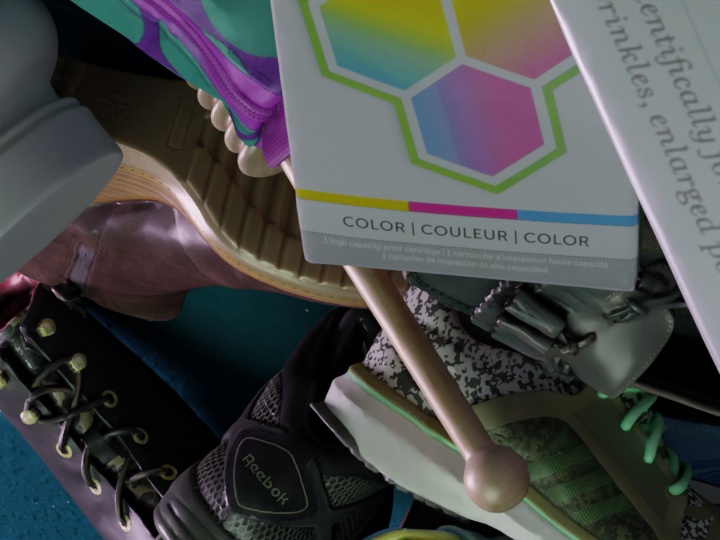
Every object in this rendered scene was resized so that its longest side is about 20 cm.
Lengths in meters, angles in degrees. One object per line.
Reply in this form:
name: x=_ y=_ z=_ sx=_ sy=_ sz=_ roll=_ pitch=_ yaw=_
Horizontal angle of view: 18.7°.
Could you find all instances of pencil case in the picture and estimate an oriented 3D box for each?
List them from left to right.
pencil case: x=-0.088 y=-0.124 z=0.708 sx=0.199 sy=0.093 sz=0.085 roll=34 pitch=133 yaw=-14

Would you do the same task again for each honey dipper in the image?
honey dipper: x=0.000 y=0.000 z=0.766 sx=0.201 sy=0.038 sz=0.038 roll=59 pitch=152 yaw=19

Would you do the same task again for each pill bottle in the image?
pill bottle: x=-0.178 y=-0.086 z=0.753 sx=0.200 sy=0.112 sz=0.112 roll=48 pitch=146 yaw=3

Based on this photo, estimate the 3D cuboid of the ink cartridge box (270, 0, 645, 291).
ink cartridge box: x=0.030 y=-0.089 z=0.609 sx=0.103 sy=0.060 sz=0.201 roll=5 pitch=133 yaw=11

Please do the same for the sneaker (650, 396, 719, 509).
sneaker: x=0.151 y=0.071 z=0.827 sx=0.199 sy=0.079 sz=0.090 roll=29 pitch=143 yaw=-5

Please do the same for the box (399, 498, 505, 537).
box: x=0.053 y=0.156 z=1.012 sx=0.100 sy=0.075 sz=0.200 roll=26 pitch=148 yaw=2

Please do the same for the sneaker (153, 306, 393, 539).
sneaker: x=-0.003 y=0.073 z=0.905 sx=0.076 sy=0.114 sz=0.199 roll=48 pitch=-169 yaw=13

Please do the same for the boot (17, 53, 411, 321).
boot: x=-0.067 y=-0.018 z=0.883 sx=0.199 sy=0.073 sz=0.167 roll=23 pitch=158 yaw=3

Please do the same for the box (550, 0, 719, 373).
box: x=0.180 y=-0.034 z=0.499 sx=0.199 sy=0.131 sz=0.200 roll=-25 pitch=90 yaw=29

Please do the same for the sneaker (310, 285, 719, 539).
sneaker: x=0.085 y=0.061 z=0.780 sx=0.199 sy=0.089 sz=0.077 roll=25 pitch=-174 yaw=1

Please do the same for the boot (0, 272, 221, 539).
boot: x=-0.106 y=0.087 z=0.953 sx=0.154 sy=0.073 sz=0.204 roll=47 pitch=-176 yaw=-21

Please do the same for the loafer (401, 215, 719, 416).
loafer: x=0.105 y=0.018 z=0.742 sx=0.199 sy=0.063 sz=0.072 roll=13 pitch=152 yaw=-19

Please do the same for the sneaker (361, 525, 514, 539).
sneaker: x=0.069 y=0.129 z=0.844 sx=0.199 sy=0.080 sz=0.131 roll=-17 pitch=164 yaw=-5
